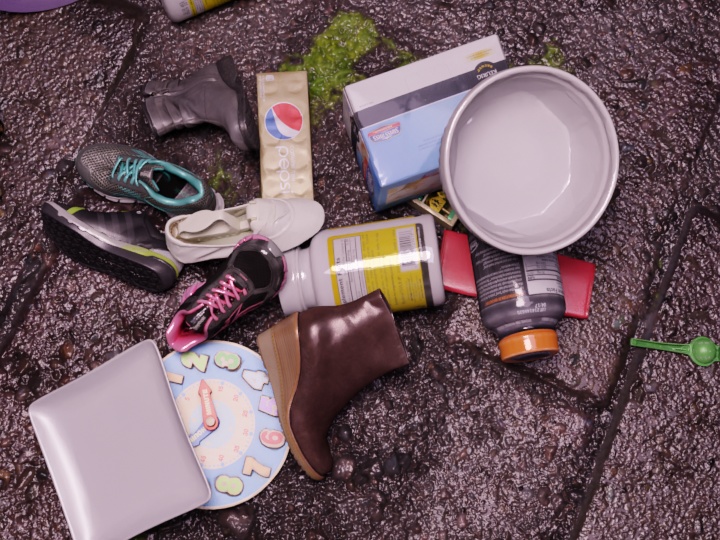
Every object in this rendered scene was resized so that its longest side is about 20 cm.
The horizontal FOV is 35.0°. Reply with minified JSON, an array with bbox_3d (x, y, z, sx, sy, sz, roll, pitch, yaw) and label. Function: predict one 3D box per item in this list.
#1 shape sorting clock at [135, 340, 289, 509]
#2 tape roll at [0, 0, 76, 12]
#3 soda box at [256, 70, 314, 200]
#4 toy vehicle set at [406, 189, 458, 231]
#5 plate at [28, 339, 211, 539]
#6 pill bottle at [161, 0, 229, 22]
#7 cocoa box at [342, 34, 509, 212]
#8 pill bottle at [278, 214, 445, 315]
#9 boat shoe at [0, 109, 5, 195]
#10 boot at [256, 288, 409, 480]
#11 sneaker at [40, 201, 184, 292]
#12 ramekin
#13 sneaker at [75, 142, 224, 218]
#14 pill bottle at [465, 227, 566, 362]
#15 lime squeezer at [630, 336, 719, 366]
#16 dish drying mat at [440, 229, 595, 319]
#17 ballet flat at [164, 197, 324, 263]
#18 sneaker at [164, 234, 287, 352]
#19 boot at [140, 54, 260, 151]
[{"bbox_3d":[-0.179,0.185,1.383,0.196,0.039,0.204,0,78,0],"label":"shape sorting clock"},{"bbox_3d":[-0.399,-0.405,1.428,0.197,0.200,0.067,-21,77,-5],"label":"tape roll"},{"bbox_3d":[-0.093,-0.145,1.445,0.066,0.064,0.204,-3,77,-1],"label":"soda box"},{"bbox_3d":[0.117,-0.168,1.470,0.123,0.027,0.202,31,79,6],"label":"toy vehicle set"},{"bbox_3d":[-0.282,0.212,1.352,0.198,0.032,0.202,-28,79,18],"label":"plate"},{"bbox_3d":[-0.175,-0.408,1.479,0.197,0.109,0.111,-24,79,-6],"label":"pill bottle"},{"bbox_3d":[0.090,-0.175,1.388,0.197,0.133,0.133,-20,81,-5],"label":"cocoa box"},{"bbox_3d":[0.000,0.000,1.385,0.196,0.111,0.113,-8,77,5],"label":"pill bottle"},{"bbox_3d":[-0.489,-0.182,1.451,0.071,0.072,0.204,-5,87,-7],"label":"boat shoe"},{"bbox_3d":[-0.019,0.136,1.341,0.164,0.072,0.203,-17,101,6],"label":"boot"},{"bbox_3d":[-0.302,-0.042,1.430,0.198,0.072,0.083,26,55,4],"label":"sneaker"},{"bbox_3d":[0.178,-0.122,1.273,0.196,0.105,0.204,-1,95,-7],"label":"ramekin"},{"bbox_3d":[-0.264,-0.117,1.422,0.197,0.091,0.079,19,77,4],"label":"sneaker"},{"bbox_3d":[0.188,0.006,1.374,0.104,0.106,0.204,-7,76,-2],"label":"pill bottle"},{"bbox_3d":[0.435,0.101,1.398,0.197,0.070,0.039,1,94,30],"label":"lime squeezer"},{"bbox_3d":[0.194,0.006,1.438,0.196,0.018,0.078,12,77,3],"label":"dish drying mat"},{"bbox_3d":[-0.142,-0.053,1.360,0.196,0.069,0.071,-11,77,9],"label":"ballet flat"},{"bbox_3d":[-0.162,0.035,1.338,0.079,0.200,0.095,47,38,-4],"label":"sneaker"},{"bbox_3d":[-0.201,-0.190,1.418,0.130,0.071,0.201,-19,34,-5],"label":"boot"}]
